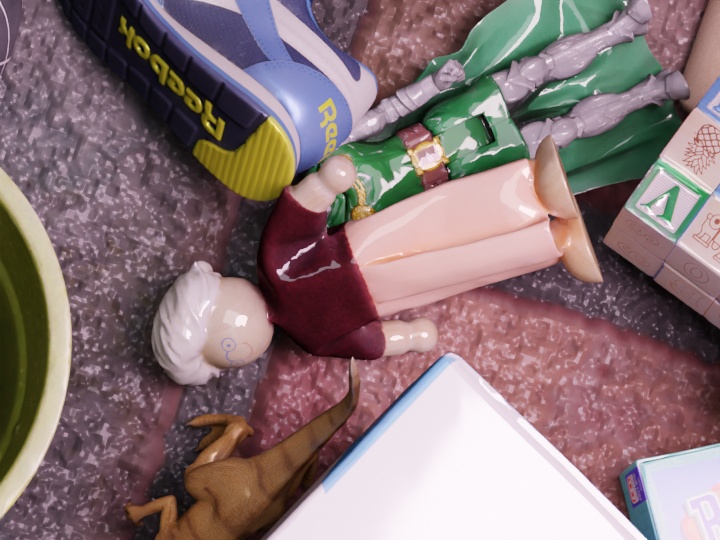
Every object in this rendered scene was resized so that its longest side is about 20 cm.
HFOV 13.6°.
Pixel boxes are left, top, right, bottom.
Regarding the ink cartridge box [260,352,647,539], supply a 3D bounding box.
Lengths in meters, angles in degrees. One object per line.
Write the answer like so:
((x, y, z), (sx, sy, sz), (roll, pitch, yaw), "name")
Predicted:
((0.024, 0.149, 1.253), (0.146, 0.200, 0.147), (44, 77, 2), "ink cartridge box")

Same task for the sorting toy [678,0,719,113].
((0.268, -0.128, 1.411), (0.199, 0.036, 0.186), (17, 76, 15), "sorting toy")

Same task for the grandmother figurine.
((0.000, 0.000, 1.335), (0.199, 0.061, 0.122), (-20, 121, 6), "grandmother figurine")

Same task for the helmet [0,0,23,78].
((-0.244, -0.124, 1.297), (0.190, 0.200, 0.201), (-11, 79, 8), "helmet")

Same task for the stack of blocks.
((0.207, 0.016, 1.334), (0.200, 0.059, 0.115), (37, 75, 4), "stack of blocks")

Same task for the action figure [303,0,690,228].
((0.050, -0.060, 1.380), (0.199, 0.055, 0.119), (-27, 85, -7), "action figure")

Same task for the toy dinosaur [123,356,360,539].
((-0.045, 0.093, 1.300), (0.060, 0.106, 0.200), (43, 113, -11), "toy dinosaur")

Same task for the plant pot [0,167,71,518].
((-0.220, 0.048, 1.252), (0.199, 0.190, 0.201), (1, 77, -6), "plant pot")

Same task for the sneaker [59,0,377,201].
((-0.073, -0.120, 1.366), (0.082, 0.074, 0.200), (-31, 72, -30), "sneaker")

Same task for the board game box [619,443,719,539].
((0.214, 0.168, 1.350), (0.151, 0.045, 0.201), (-11, 79, -8), "board game box")
